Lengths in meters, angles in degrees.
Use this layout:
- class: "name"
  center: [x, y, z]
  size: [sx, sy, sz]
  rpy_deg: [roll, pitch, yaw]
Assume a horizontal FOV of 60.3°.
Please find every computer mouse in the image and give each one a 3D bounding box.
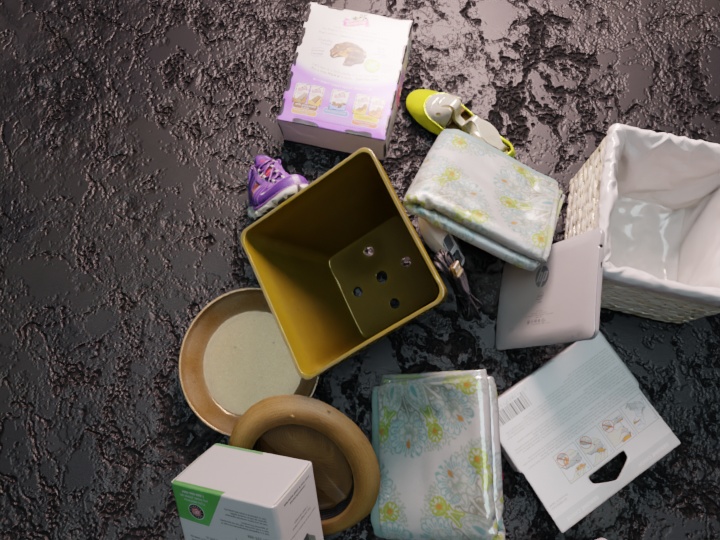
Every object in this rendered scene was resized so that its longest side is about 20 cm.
- class: "computer mouse"
  center: [0.111, -0.033, 0.843]
  size: [0.043, 0.110, 0.202]
  rpy_deg: [-25, 40, 15]

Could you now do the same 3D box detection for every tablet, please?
- class: "tablet"
  center: [0.234, 0.030, 0.787]
  size: [0.013, 0.200, 0.133]
  rpy_deg: [15, 75, -18]

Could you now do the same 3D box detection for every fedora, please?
- class: "fedora"
  center: [-0.067, 0.234, 0.780]
  size: [0.196, 0.082, 0.205]
  rpy_deg: [2, 107, 6]

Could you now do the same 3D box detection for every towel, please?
- class: "towel"
  center: [0.089, 0.227, 0.763]
  size: [0.169, 0.048, 0.204]
  rpy_deg: [-12, 71, 37]
- class: "towel"
  center: [0.171, -0.099, 0.823]
  size: [0.197, 0.049, 0.172]
  rpy_deg: [26, 45, 5]

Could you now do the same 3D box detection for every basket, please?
- class: "basket"
  center: [0.381, -0.051, 0.808]
  size: [0.196, 0.161, 0.202]
  rpy_deg: [12, 75, 1]

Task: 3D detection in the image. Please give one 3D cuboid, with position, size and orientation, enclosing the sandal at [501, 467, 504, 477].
- class: "sandal"
  center: [0.152, 0.235, 0.798]
  size: [0.044, 0.075, 0.204]
  rpy_deg: [-8, 71, -15]

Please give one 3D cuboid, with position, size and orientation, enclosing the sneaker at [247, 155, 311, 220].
- class: "sneaker"
  center: [-0.123, -0.115, 0.836]
  size: [0.079, 0.199, 0.085]
  rpy_deg: [-16, 101, -22]

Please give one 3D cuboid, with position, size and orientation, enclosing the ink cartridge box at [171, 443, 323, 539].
- class: "ink cartridge box"
  center: [-0.121, 0.318, 0.714]
  size: [0.143, 0.084, 0.204]
  rpy_deg: [2, 109, 26]

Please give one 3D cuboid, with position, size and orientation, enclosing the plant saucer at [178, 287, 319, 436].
- class: "plant saucer"
  center: [-0.150, 0.127, 0.858]
  size: [0.196, 0.035, 0.205]
  rpy_deg: [-1, 76, 2]

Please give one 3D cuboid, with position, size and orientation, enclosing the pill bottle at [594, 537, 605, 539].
- class: "pill bottle"
  center: [0.214, 0.393, 0.725]
  size: [0.196, 0.120, 0.122]
  rpy_deg: [-19, 75, -3]

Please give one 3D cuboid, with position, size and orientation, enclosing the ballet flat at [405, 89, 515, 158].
- class: "ballet flat"
  center: [0.151, -0.218, 0.919]
  size: [0.200, 0.067, 0.067]
  rpy_deg: [42, 78, 13]

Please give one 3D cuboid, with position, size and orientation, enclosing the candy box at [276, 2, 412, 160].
- class: "candy box"
  center: [-0.019, -0.289, 0.945]
  size: [0.164, 0.072, 0.204]
  rpy_deg: [12, 76, 6]

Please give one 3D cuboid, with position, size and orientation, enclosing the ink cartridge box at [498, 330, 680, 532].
- class: "ink cartridge box"
  center: [0.282, 0.205, 0.812]
  size: [0.198, 0.044, 0.175]
  rpy_deg: [-33, 76, -6]

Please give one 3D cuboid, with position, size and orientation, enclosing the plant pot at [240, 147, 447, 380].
- class: "plant pot"
  center: [0.000, 0.000, 0.795]
  size: [0.198, 0.176, 0.203]
  rpy_deg: [-31, 75, 15]
